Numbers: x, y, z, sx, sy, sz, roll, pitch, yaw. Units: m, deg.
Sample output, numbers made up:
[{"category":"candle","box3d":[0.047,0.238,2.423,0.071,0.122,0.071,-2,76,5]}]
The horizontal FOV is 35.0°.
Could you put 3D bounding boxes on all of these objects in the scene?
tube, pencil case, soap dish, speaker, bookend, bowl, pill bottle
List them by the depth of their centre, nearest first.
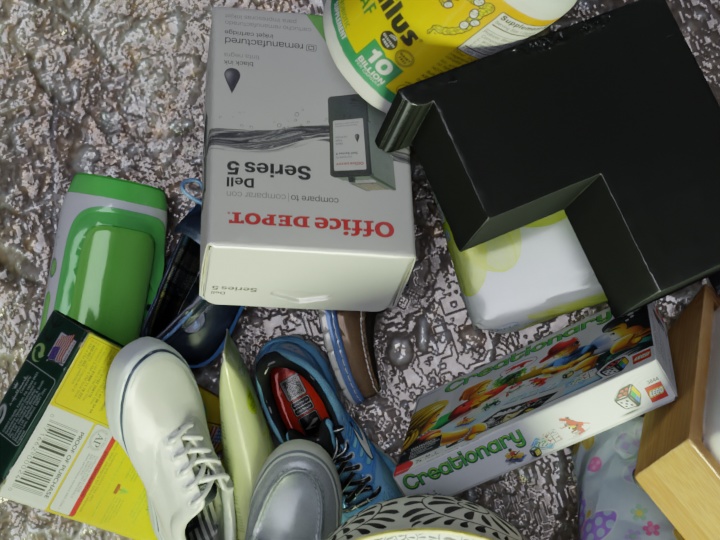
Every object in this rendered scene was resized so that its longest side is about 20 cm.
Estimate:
[{"category":"pill bottle","box3d":[0.074,-0.193,0.745,0.199,0.112,0.114,-31,82,44]},{"category":"bookend","box3d":[0.144,-0.049,0.753,0.197,0.092,0.202,-22,80,-14]},{"category":"bowl","box3d":[0.046,0.215,0.760,0.198,0.095,0.203,3,121,4]},{"category":"soap dish","box3d":[0.260,0.122,0.772,0.081,0.200,0.158,-35,101,31]},{"category":"pencil case","box3d":[0.187,0.201,0.797,0.090,0.083,0.202,-5,52,20]},{"category":"tube","box3d":[-0.082,0.149,0.871,0.058,0.052,0.202,-1,104,45]},{"category":"speaker","box3d":[-0.207,0.029,0.903,0.087,0.088,0.202,10,89,8]}]

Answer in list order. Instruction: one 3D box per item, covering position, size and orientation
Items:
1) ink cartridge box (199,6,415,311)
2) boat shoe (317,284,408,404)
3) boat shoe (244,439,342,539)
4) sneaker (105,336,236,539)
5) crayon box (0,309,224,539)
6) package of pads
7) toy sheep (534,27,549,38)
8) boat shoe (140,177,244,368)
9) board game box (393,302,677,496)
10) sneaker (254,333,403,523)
[{"category":"ink cartridge box","box3d":[-0.040,-0.081,0.823,0.144,0.084,0.202,3,62,-10]},{"category":"boat shoe","box3d":[0.000,0.000,0.881,0.072,0.072,0.202,-10,85,3]},{"category":"boat shoe","box3d":[-0.056,0.225,0.822,0.069,0.072,0.203,11,105,-3]},{"category":"sneaker","box3d":[-0.125,0.137,0.824,0.070,0.202,0.073,24,48,39]},{"category":"crayon box","box3d":[-0.179,0.127,0.854,0.051,0.200,0.128,23,80,39]},{"category":"package of pads","box3d":[0.160,-0.048,0.864,0.198,0.068,0.156,-16,84,7]},{"category":"toy sheep","box3d":[0.092,-0.261,0.852,0.137,0.138,0.202,-19,89,7]},{"category":"boat shoe","box3d":[-0.109,-0.020,0.886,0.084,0.068,0.202,17,89,40]},{"category":"board game box","box3d":[0.123,0.091,0.812,0.199,0.126,0.035,-27,102,18]},{"category":"sneaker","box3d":[-0.027,0.143,0.869,0.078,0.090,0.201,-35,84,5]}]
